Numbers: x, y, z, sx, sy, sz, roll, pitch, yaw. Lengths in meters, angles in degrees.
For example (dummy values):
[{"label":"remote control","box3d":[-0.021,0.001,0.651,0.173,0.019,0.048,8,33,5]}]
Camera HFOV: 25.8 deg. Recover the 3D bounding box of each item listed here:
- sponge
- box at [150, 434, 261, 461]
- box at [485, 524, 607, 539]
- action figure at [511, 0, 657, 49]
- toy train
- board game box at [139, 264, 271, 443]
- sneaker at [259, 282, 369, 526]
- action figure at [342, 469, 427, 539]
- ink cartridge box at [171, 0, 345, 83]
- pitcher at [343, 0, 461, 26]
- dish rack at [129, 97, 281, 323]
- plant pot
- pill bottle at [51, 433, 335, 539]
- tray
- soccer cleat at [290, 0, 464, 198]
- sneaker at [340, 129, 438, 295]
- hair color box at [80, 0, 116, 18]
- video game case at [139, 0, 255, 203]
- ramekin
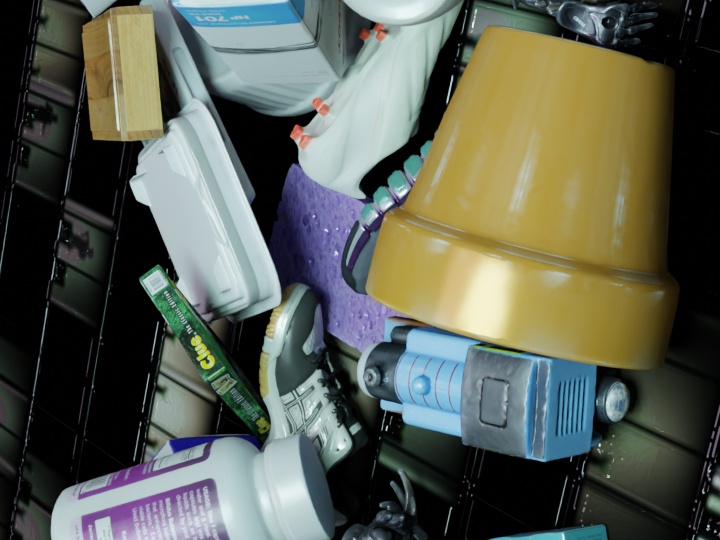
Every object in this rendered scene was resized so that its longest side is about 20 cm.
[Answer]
[{"label":"sponge","box3d":[0.000,0.000,1.250,0.199,0.030,0.113,31,113,42]},{"label":"box","box3d":[-0.132,0.272,1.336,0.184,0.104,0.201,-48,59,34]},{"label":"box","box3d":[0.140,0.282,1.089,0.082,0.049,0.202,-17,78,45]},{"label":"action figure","box3d":[0.149,-0.212,1.045,0.200,0.101,0.120,-116,34,-60]},{"label":"toy train","box3d":[0.086,0.077,1.091,0.199,0.114,0.088,10,97,41]},{"label":"board game box","box3d":[-0.114,0.076,1.266,0.023,0.200,0.105,-33,64,-2]},{"label":"sneaker","box3d":[-0.032,0.109,1.255,0.087,0.076,0.202,7,108,18]},{"label":"action figure","box3d":[0.016,0.257,1.175,0.201,0.101,0.119,-62,5,-24]},{"label":"ink cartridge box","box3d":[-0.067,-0.226,1.102,0.085,0.200,0.148,-2,81,8]},{"label":"pitcher","box3d":[0.027,-0.237,1.113,0.201,0.120,0.172,-77,11,-52]},{"label":"dish rack","box3d":[-0.131,-0.037,1.258,0.173,0.043,0.200,68,160,0]},{"label":"plant pot","box3d":[0.119,-0.053,1.008,0.199,0.199,0.185,19,99,45]},{"label":"pill bottle","box3d":[-0.124,0.192,1.199,0.198,0.112,0.113,-18,75,8]},{"label":"tray","box3d":[-0.195,-0.156,1.274,0.200,0.037,0.100,-164,69,-73]},{"label":"soccer cleat","box3d":[0.027,-0.147,1.202,0.201,0.077,0.069,-53,24,11]},{"label":"sneaker","box3d":[0.068,-0.045,1.130,0.088,0.074,0.201,47,109,25]},{"label":"hair color box","box3d":[-0.161,-0.299,1.202,0.199,0.100,0.061,-39,36,-2]},{"label":"video game case","box3d":[-0.151,-0.111,1.323,0.183,0.023,0.200,65,162,8]},{"label":"ramekin","box3d":[-0.086,-0.230,1.293,0.201,0.094,0.205,0,90,46]}]
